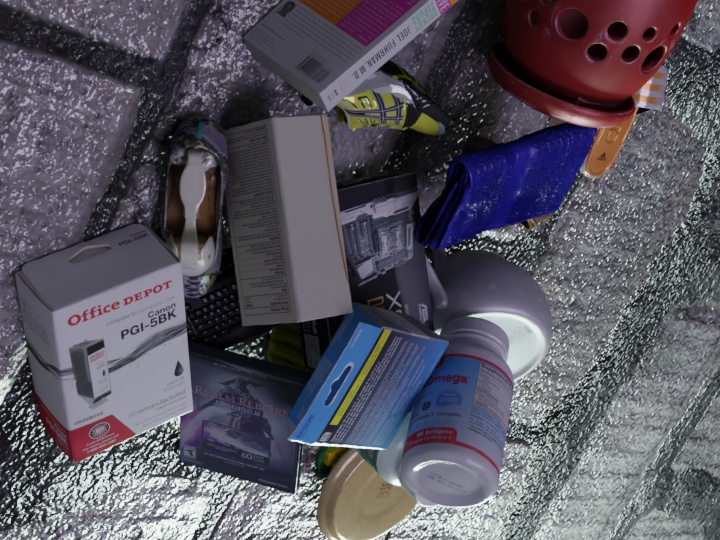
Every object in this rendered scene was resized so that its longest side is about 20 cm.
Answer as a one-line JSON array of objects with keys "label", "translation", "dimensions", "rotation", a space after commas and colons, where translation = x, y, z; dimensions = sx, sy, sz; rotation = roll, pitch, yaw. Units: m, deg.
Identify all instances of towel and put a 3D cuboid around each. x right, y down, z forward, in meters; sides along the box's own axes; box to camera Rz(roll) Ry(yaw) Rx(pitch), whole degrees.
[{"label": "towel", "translation": [0.167, -0.093, 1.511], "dimensions": [0.199, 0.050, 0.148], "rotation": [-20, 155, -31]}]

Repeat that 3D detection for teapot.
[{"label": "teapot", "translation": [0.136, 0.042, 1.661], "dimensions": [0.196, 0.147, 0.201], "rotation": [2, 140, -13]}]

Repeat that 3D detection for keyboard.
[{"label": "keyboard", "translation": [-0.106, 0.014, 1.427], "dimensions": [0.199, 0.040, 0.105], "rotation": [-26, 102, 3]}]

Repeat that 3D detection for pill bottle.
[{"label": "pill bottle", "translation": [0.042, 0.187, 1.631], "dimensions": [0.113, 0.200, 0.114], "rotation": [-23, 133, -27]}, {"label": "pill bottle", "translation": [0.113, 0.154, 1.508], "dimensions": [0.109, 0.108, 0.201], "rotation": [72, 25, -45]}]

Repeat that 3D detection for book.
[{"label": "book", "translation": [0.000, -0.253, 1.313], "dimensions": [0.200, 0.134, 0.048], "rotation": [-41, 139, -11]}]

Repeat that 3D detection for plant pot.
[{"label": "plant pot", "translation": [0.248, -0.267, 1.482], "dimensions": [0.200, 0.200, 0.183], "rotation": [-4, 125, -40]}]

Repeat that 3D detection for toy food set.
[{"label": "toy food set", "translation": [0.020, 0.277, 1.798], "dimensions": [0.199, 0.049, 0.199], "rotation": [-17, 129, -33]}]

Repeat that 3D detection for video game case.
[{"label": "video game case", "translation": [-0.131, 0.165, 1.493], "dimensions": [0.201, 0.142, 0.019], "rotation": [98, 10, -46]}]

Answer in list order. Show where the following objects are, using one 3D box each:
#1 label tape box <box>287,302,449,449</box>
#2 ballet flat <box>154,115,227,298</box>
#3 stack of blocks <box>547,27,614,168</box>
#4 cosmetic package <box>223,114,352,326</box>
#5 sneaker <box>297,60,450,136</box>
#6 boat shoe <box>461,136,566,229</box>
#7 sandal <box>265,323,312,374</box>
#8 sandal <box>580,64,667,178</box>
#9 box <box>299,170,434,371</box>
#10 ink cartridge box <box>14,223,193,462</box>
[{"label": "label tape box", "translation": [-0.005, 0.111, 1.418], "dimensions": [0.200, 0.066, 0.144], "rotation": [17, 106, -58]}, {"label": "ballet flat", "translation": [-0.170, -0.052, 1.348], "dimensions": [0.072, 0.072, 0.201], "rotation": [-13, 123, -36]}, {"label": "stack of blocks", "translation": [0.291, -0.227, 1.657], "dimensions": [0.115, 0.059, 0.201], "rotation": [-3, 121, -41]}, {"label": "cosmetic package", "translation": [-0.076, -0.049, 1.351], "dimensions": [0.073, 0.103, 0.201], "rotation": [-9, 93, -40]}, {"label": "sneaker", "translation": [0.013, -0.184, 1.434], "dimensions": [0.199, 0.075, 0.077], "rotation": [23, 110, -38]}, {"label": "boat shoe", "translation": [0.180, -0.099, 1.643], "dimensions": [0.200, 0.076, 0.072], "rotation": [28, 101, -48]}, {"label": "sandal", "translation": [-0.078, 0.105, 1.571], "dimensions": [0.201, 0.079, 0.087], "rotation": [-58, 177, -2]}, {"label": "sandal", "translation": [0.330, -0.197, 1.623], "dimensions": [0.079, 0.059, 0.208], "rotation": [-6, 123, -40]}, {"label": "box", "translation": [0.000, 0.000, 1.512], "dimensions": [0.157, 0.050, 0.201], "rotation": [-15, 104, -34]}, {"label": "ink cartridge box", "translation": [-0.254, 0.074, 1.364], "dimensions": [0.146, 0.083, 0.201], "rotation": [-23, 133, -28]}]
